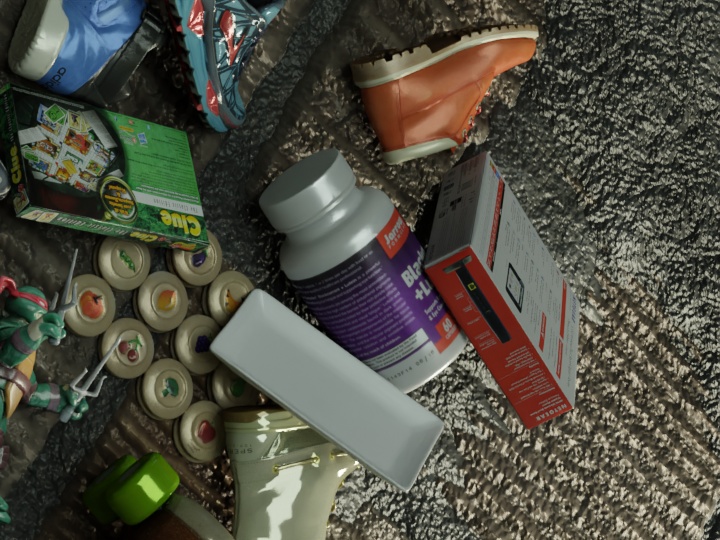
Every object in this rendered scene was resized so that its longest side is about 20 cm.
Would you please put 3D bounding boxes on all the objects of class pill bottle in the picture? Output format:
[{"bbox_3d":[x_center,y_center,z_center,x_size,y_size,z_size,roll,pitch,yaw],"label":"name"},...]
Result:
[{"bbox_3d":[0.000,0.000,1.774,0.111,0.111,0.201,-46,113,-31],"label":"pill bottle"}]

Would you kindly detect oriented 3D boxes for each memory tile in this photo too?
[{"bbox_3d":[-0.149,0.044,1.715,0.200,0.017,0.154,50,59,-23],"label":"memory tile"}]

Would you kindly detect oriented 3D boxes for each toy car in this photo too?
[{"bbox_3d":[-0.186,0.267,1.592,0.200,0.158,0.165,-44,99,-19],"label":"toy car"}]

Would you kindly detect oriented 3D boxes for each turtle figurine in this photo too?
[{"bbox_3d":[-0.259,0.085,1.579,0.150,0.100,0.202,64,42,-67],"label":"turtle figurine"}]

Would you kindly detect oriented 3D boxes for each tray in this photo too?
[{"bbox_3d":[-0.029,0.102,1.717,0.199,0.022,0.108,36,36,0],"label":"tray"}]

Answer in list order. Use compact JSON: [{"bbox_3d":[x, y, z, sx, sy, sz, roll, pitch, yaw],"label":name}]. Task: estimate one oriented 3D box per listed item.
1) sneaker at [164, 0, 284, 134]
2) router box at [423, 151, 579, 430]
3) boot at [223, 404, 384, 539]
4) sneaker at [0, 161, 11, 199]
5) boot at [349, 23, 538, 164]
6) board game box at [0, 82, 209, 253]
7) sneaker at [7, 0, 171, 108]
[{"bbox_3d":[-0.103,-0.192,1.679,0.095,0.080,0.201,-14,139,-4],"label":"sneaker"},{"bbox_3d":[0.130,0.014,1.845,0.180,0.049,0.200,57,20,-18],"label":"router box"},{"bbox_3d":[-0.034,0.191,1.756,0.199,0.072,0.156,3,87,-42],"label":"boot"},{"bbox_3d":[-0.323,-0.015,1.548,0.145,0.077,0.204,-11,91,-35],"label":"sneaker"},{"bbox_3d":[0.086,-0.164,1.889,0.199,0.075,0.108,-22,102,-29],"label":"boot"},{"bbox_3d":[-0.200,-0.078,1.634,0.199,0.023,0.106,13,56,-51],"label":"board game box"},{"bbox_3d":[-0.199,-0.228,1.665,0.111,0.076,0.202,26,72,-30],"label":"sneaker"}]
